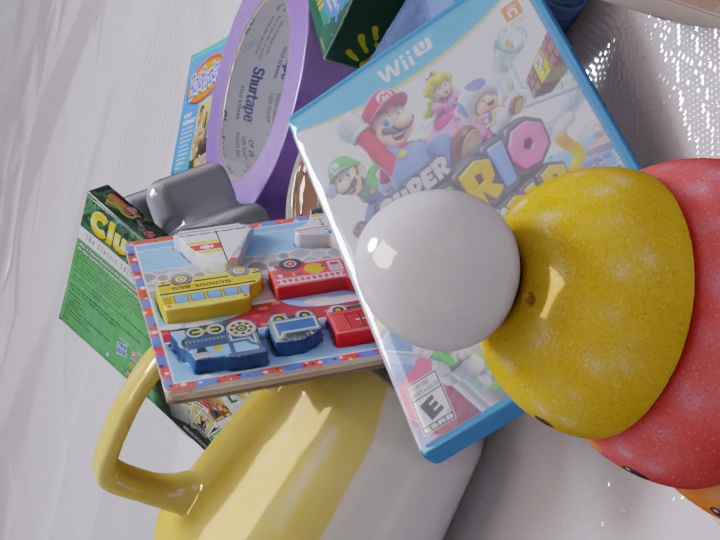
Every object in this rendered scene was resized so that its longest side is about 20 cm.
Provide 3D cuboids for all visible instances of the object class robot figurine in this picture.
[{"bbox_3d":[-0.095,0.033,0.901,0.169,0.112,0.203,-19,94,50],"label":"robot figurine"}]

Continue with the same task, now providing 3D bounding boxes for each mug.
[{"bbox_3d":[-0.022,0.106,0.691,0.149,0.185,0.154,45,114,34],"label":"mug"}]

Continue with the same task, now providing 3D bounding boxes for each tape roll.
[{"bbox_3d":[-0.051,-0.128,0.985,0.200,0.065,0.203,-42,42,53],"label":"tape roll"}]

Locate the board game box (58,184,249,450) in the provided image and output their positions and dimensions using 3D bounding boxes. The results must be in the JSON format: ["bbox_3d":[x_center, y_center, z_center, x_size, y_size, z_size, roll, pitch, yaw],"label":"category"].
[{"bbox_3d":[-0.107,0.045,0.824,0.199,0.023,0.106,38,129,22],"label":"board game box"}]

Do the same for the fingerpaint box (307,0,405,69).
[{"bbox_3d":[0.020,-0.252,0.869,0.168,0.072,0.202,-60,30,36],"label":"fingerpaint box"}]

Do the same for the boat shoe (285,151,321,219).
[{"bbox_3d":[0.000,0.000,0.811,0.072,0.075,0.204,-17,73,59],"label":"boat shoe"}]

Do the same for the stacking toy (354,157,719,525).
[{"bbox_3d":[0.086,0.011,0.442,0.146,0.197,0.148,-42,42,54],"label":"stacking toy"}]

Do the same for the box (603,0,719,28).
[{"bbox_3d":[0.140,-0.211,0.555,0.078,0.094,0.203,-148,69,-64],"label":"box"}]

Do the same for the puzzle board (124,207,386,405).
[{"bbox_3d":[-0.014,0.004,0.683,0.151,0.197,0.018,-121,26,-56],"label":"puzzle board"}]

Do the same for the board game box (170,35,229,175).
[{"bbox_3d":[-0.124,-0.096,1.159,0.152,0.044,0.204,180,100,-67],"label":"board game box"}]

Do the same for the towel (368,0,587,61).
[{"bbox_3d":[0.062,-0.128,0.747,0.200,0.048,0.113,-51,38,45],"label":"towel"}]

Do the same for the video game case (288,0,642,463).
[{"bbox_3d":[0.055,-0.033,0.616,0.142,0.018,0.202,-32,56,15],"label":"video game case"}]
